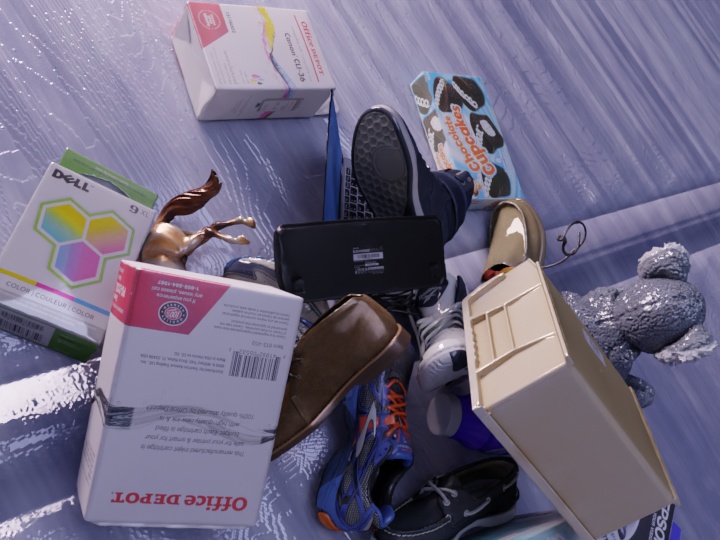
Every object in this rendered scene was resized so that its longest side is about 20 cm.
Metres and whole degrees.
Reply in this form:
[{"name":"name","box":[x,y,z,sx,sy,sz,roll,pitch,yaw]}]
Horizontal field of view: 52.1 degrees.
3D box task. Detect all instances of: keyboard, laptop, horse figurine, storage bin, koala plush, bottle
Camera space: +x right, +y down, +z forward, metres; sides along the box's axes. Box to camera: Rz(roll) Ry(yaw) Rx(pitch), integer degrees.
[{"name":"keyboard","box":[0.000,0.000,0.750,0.199,0.040,0.105,-5,90,-31]},{"name":"laptop","box":[0.021,-0.070,0.849,0.199,0.116,0.188,17,60,-26]},{"name":"horse figurine","box":[-0.169,0.005,0.712,0.132,0.050,0.201,-3,71,2]},{"name":"storage bin","box":[0.195,0.118,0.716,0.200,0.094,0.199,49,21,-19]},{"name":"koala plush","box":[0.346,0.071,0.934,0.183,0.200,0.178,17,60,-32]},{"name":"bottle","box":[0.170,0.180,0.848,0.199,0.083,0.066,16,61,-28]}]

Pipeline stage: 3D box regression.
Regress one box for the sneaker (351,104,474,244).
[{"name":"sneaker","box":[0.064,-0.111,0.840,0.146,0.077,0.203,-49,131,-44]}]

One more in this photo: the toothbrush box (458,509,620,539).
[{"name":"toothbrush box","box":[0.146,0.305,0.733,0.199,0.146,0.086,-8,73,-37]}]

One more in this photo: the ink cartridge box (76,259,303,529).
[{"name":"ink cartridge box","box":[-0.145,0.104,0.625,0.144,0.084,0.201,12,90,-28]}]

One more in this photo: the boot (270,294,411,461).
[{"name":"boot","box":[-0.050,0.103,0.701,0.200,0.074,0.075,-43,103,-1]}]

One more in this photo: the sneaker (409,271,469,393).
[{"name":"sneaker","box":[0.086,0.059,0.807,0.130,0.079,0.199,67,17,14]}]

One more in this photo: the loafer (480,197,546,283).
[{"name":"loafer","box":[0.198,-0.009,0.963,0.067,0.076,0.201,16,60,-34]}]

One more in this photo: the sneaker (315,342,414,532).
[{"name":"sneaker","box":[0.024,0.164,0.732,0.075,0.078,0.201,27,72,-45]}]

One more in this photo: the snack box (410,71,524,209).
[{"name":"snack box","box":[0.150,-0.182,1.039,0.116,0.037,0.201,-5,71,-35]}]

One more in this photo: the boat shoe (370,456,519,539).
[{"name":"boat shoe","box":[0.092,0.239,0.767,0.199,0.075,0.061,-6,108,-45]}]

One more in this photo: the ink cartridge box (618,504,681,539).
[{"name":"ink cartridge box","box":[0.328,0.341,0.903,0.200,0.043,0.198,42,51,-11]}]

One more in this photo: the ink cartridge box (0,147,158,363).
[{"name":"ink cartridge box","box":[-0.258,-0.029,0.680,0.104,0.059,0.201,26,55,-20]}]

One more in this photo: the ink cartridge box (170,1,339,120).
[{"name":"ink cartridge box","box":[-0.109,-0.248,0.879,0.199,0.067,0.117,-11,74,-37]}]

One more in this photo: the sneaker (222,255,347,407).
[{"name":"sneaker","box":[-0.065,0.065,0.756,0.200,0.077,0.085,39,56,-11]}]

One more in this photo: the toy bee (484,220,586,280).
[{"name":"toy bee","box":[0.193,0.042,0.874,0.131,0.108,0.201,39,76,-40]}]
